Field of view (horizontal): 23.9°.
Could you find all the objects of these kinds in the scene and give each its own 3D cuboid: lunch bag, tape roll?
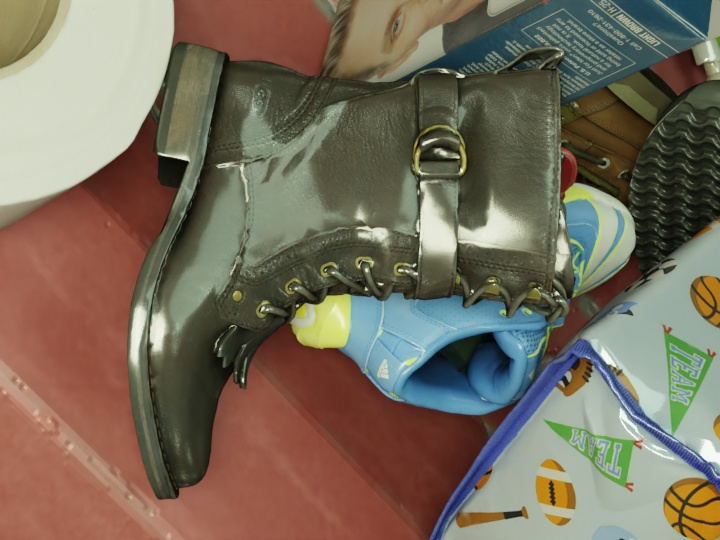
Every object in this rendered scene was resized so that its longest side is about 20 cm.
[{"bbox_3d":[0.126,0.087,0.743,0.124,0.200,0.170,48,47,12],"label":"lunch bag"},{"bbox_3d":[-0.173,-0.111,0.649,0.202,0.071,0.203,13,67,-35],"label":"tape roll"}]

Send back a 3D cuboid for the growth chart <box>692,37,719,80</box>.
[{"bbox_3d":[0.251,-0.182,1.044,0.200,0.018,0.145,-22,89,-41],"label":"growth chart"}]

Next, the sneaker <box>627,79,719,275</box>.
[{"bbox_3d":[0.187,-0.027,0.870,0.090,0.070,0.201,-52,145,-39],"label":"sneaker"}]

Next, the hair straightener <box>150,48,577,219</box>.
[{"bbox_3d":[-0.004,-0.051,0.737,0.199,0.041,0.077,21,41,-4],"label":"hair straightener"}]

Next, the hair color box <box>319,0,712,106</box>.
[{"bbox_3d":[0.066,-0.121,0.760,0.060,0.200,0.100,30,58,-29],"label":"hair color box"}]

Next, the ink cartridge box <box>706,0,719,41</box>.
[{"bbox_3d":[0.156,-0.218,0.904,0.084,0.146,0.201,22,63,-35],"label":"ink cartridge box"}]

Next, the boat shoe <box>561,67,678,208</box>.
[{"bbox_3d":[0.141,-0.067,0.895,0.200,0.068,0.072,32,21,-48],"label":"boat shoe"}]

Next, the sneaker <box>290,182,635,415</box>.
[{"bbox_3d":[0.066,0.021,0.774,0.199,0.076,0.105,-13,44,-31],"label":"sneaker"}]

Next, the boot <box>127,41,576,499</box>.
[{"bbox_3d":[0.000,0.000,0.680,0.173,0.069,0.201,7,88,-3],"label":"boot"}]
